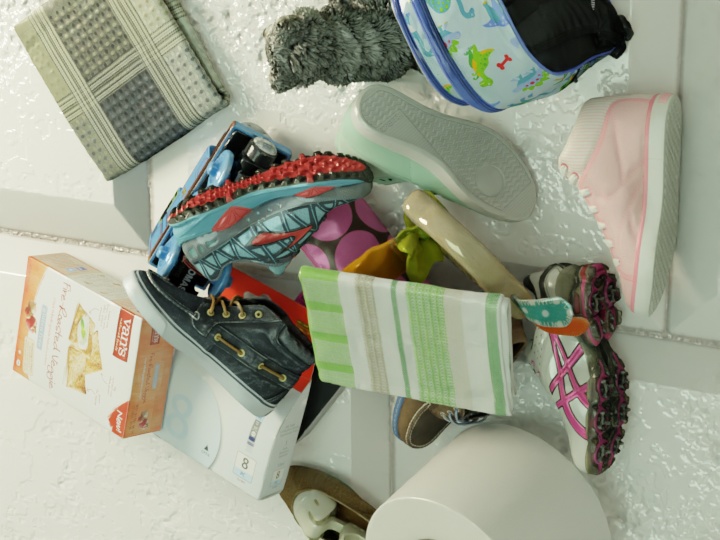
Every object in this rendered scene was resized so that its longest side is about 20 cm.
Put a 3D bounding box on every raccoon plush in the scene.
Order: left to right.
[{"bbox_3d":[0.005,-0.211,1.617,0.198,0.134,0.098,-2,105,28],"label":"raccoon plush"}]

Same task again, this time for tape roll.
[{"bbox_3d":[0.123,0.268,1.689,0.201,0.139,0.205,24,132,30],"label":"tape roll"}]

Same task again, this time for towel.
[{"bbox_3d":[-0.246,-0.217,1.812,0.192,0.034,0.201,-28,95,35],"label":"towel"},{"bbox_3d":[0.046,0.060,1.619,0.198,0.031,0.150,10,134,19],"label":"towel"}]

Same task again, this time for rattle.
[{"bbox_3d":[0.089,0.031,1.605,0.200,0.143,0.130,45,164,5],"label":"rattle"}]

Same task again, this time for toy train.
[{"bbox_3d":[-0.143,-0.062,1.757,0.086,0.115,0.201,24,116,-21],"label":"toy train"}]

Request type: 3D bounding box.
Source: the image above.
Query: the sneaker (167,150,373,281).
[{"bbox_3d":[-0.076,-0.048,1.662,0.198,0.080,0.096,-16,113,9],"label":"sneaker"}]

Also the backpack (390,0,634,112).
[{"bbox_3d":[0.116,-0.227,1.517,0.146,0.200,0.184,-25,96,31],"label":"backpack"}]

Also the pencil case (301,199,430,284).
[{"bbox_3d":[0.000,0.000,1.713,0.201,0.093,0.091,51,165,7],"label":"pencil case"}]

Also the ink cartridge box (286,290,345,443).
[{"bbox_3d":[-0.043,0.078,1.802,0.095,0.037,0.201,43,119,9],"label":"ink cartridge box"}]

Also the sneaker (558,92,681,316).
[{"bbox_3d":[0.231,-0.063,1.588,0.103,0.075,0.203,7,104,23],"label":"sneaker"}]

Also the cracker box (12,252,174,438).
[{"bbox_3d":[-0.285,0.077,1.871,0.199,0.057,0.136,24,110,38],"label":"cracker box"}]

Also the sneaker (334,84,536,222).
[{"bbox_3d":[0.069,-0.102,1.675,0.199,0.074,0.118,30,161,-8],"label":"sneaker"}]

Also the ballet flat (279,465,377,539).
[{"bbox_3d":[-0.014,0.272,1.829,0.199,0.072,0.068,33,118,14],"label":"ballet flat"}]

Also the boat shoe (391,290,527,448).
[{"bbox_3d":[0.094,0.111,1.700,0.073,0.072,0.201,58,134,36],"label":"boat shoe"}]

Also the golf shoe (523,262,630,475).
[{"bbox_3d":[0.202,0.092,1.662,0.091,0.072,0.203,-1,97,36],"label":"golf shoe"}]

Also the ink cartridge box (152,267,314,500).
[{"bbox_3d":[-0.128,0.111,1.808,0.159,0.047,0.202,28,114,31],"label":"ink cartridge box"}]

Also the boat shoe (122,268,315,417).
[{"bbox_3d":[-0.135,0.048,1.726,0.200,0.071,0.091,42,102,-15],"label":"boat shoe"}]
